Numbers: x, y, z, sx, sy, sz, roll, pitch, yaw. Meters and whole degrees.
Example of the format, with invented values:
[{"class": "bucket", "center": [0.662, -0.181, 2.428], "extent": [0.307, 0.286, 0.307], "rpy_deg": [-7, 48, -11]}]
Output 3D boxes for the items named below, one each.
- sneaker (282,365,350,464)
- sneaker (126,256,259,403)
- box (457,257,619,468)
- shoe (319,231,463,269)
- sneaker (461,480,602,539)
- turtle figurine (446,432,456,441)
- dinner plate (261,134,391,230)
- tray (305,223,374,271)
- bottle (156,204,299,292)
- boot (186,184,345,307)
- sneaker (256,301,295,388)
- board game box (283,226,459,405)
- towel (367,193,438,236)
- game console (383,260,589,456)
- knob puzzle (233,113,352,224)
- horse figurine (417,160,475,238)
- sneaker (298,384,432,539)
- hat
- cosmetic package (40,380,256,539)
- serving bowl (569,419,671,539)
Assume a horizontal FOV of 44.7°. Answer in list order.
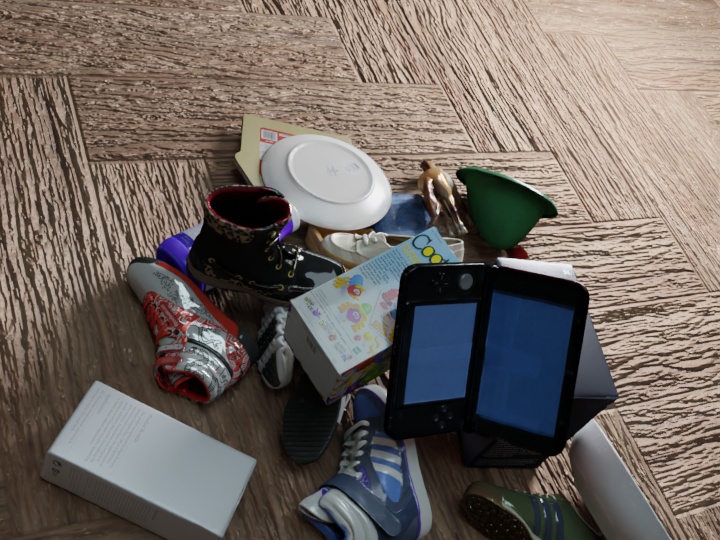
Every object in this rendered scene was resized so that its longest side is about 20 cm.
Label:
[{"class": "sneaker", "center": [-0.038, 0.148, 1.076], "extent": [0.074, 0.089, 0.201], "rpy_deg": [1, 60, 22]}, {"class": "sneaker", "center": [-0.227, 0.072, 1.052], "extent": [0.201, 0.067, 0.108], "rpy_deg": [39, 45, 4]}, {"class": "box", "center": [0.203, 0.121, 1.129], "extent": [0.123, 0.199, 0.200], "rpy_deg": [5, 52, -22]}, {"class": "shoe", "center": [0.044, -0.030, 1.168], "extent": [0.199, 0.054, 0.070], "rpy_deg": [8, 27, -14]}, {"class": "sneaker", "center": [0.219, 0.308, 1.082], "extent": [0.200, 0.067, 0.090], "rpy_deg": [38, 46, -2]}, {"class": "turtle figurine", "center": [0.088, 0.130, 1.114], "extent": [0.200, 0.101, 0.150], "rpy_deg": [43, 5, 35]}, {"class": "dinner plate", "center": [-0.046, -0.138, 1.284], "extent": [0.199, 0.024, 0.201], "rpy_deg": [13, 46, -14]}, {"class": "tray", "center": [0.000, 0.000, 1.188], "extent": [0.098, 0.037, 0.200], "rpy_deg": [3, 28, -23]}, {"class": "bottle", "center": [-0.169, -0.037, 1.160], "extent": [0.200, 0.065, 0.084], "rpy_deg": [-30, 63, -36]}, {"class": "boot", "center": [-0.102, -0.028, 1.035], "extent": [0.199, 0.151, 0.073], "rpy_deg": [13, 58, -7]}, {"class": "sneaker", "center": [-0.088, 0.063, 1.128], "extent": [0.081, 0.075, 0.200], "rpy_deg": [19, 48, -23]}, {"class": "board game box", "center": [0.024, 0.053, 1.020], "extent": [0.200, 0.103, 0.105], "rpy_deg": [-27, 70, -22]}, {"class": "towel", "center": [0.078, -0.029, 1.290], "extent": [0.111, 0.049, 0.200], "rpy_deg": [-4, 57, -27]}, {"class": "game console", "center": [0.132, 0.099, 0.943], "extent": [0.172, 0.201, 0.119], "rpy_deg": [-2, 15, -31]}, {"class": "knob puzzle", "center": [-0.094, -0.139, 1.303], "extent": [0.219, 0.030, 0.220], "rpy_deg": [14, 46, -15]}, {"class": "horse figurine", "center": [0.124, -0.112, 1.333], "extent": [0.133, 0.050, 0.200], "rpy_deg": [61, 17, -1]}, {"class": "sneaker", "center": [-0.010, 0.232, 1.019], "extent": [0.146, 0.081, 0.201], "rpy_deg": [-3, 61, -32]}, {"class": "hat", "center": [0.202, -0.043, 1.354], "extent": [0.165, 0.200, 0.176], "rpy_deg": [30, 83, -41]}, {"class": "cosmetic package", "center": [-0.225, 0.213, 0.940], "extent": [0.200, 0.074, 0.102], "rpy_deg": [29, 47, -4]}, {"class": "serving bowl", "center": [0.317, 0.287, 1.092], "extent": [0.066, 0.200, 0.200], "rpy_deg": [-32, 65, 7]}]
